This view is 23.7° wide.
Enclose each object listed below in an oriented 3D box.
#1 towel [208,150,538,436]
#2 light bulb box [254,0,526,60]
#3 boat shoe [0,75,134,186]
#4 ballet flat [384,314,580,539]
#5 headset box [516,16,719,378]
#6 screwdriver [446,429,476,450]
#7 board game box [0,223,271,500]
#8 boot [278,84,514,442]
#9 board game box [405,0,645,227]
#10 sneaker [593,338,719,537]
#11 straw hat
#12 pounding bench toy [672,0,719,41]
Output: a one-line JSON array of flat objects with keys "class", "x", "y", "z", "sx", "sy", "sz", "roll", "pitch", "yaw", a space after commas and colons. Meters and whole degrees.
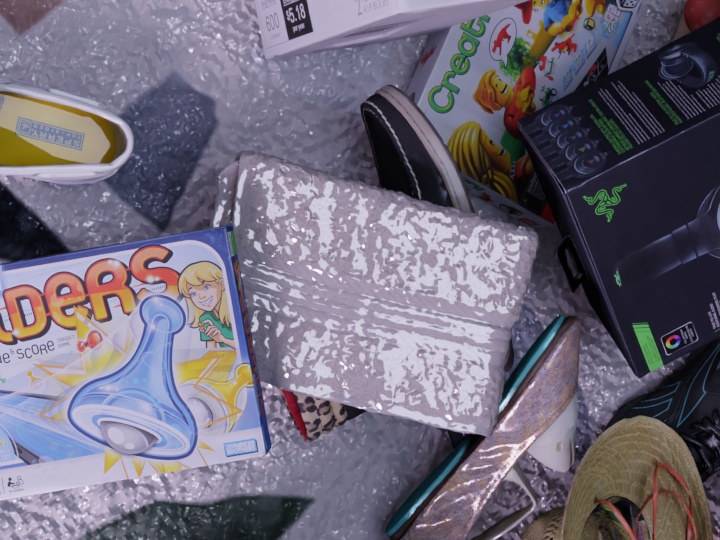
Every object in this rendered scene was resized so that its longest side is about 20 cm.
[{"class": "towel", "x": 0.000, "y": 0.013, "z": 1.025, "sx": 0.199, "sy": 0.034, "sz": 0.133, "roll": 14, "pitch": 91, "yaw": -4}, {"class": "light bulb box", "x": 0.014, "y": -0.245, "z": 1.030, "sx": 0.124, "sy": 0.198, "sz": 0.201, "roll": -12, "pitch": 93, "yaw": -25}, {"class": "boat shoe", "x": -0.225, "y": -0.085, "z": 0.982, "sx": 0.201, "sy": 0.086, "sz": 0.075, "roll": 12, "pitch": 85, "yaw": -24}, {"class": "ballet flat", "x": 0.096, "y": 0.117, "z": 1.098, "sx": 0.067, "sy": 0.068, "sz": 0.200, "roll": 37, "pitch": 111, "yaw": 1}, {"class": "headset box", "x": 0.216, "y": -0.050, "z": 1.113, "sx": 0.199, "sy": 0.093, "sz": 0.174, "roll": -26, "pitch": 128, "yaw": 1}, {"class": "screwdriver", "x": 0.048, "y": 0.033, "z": 1.137, "sx": 0.029, "sy": 0.028, "sz": 0.201, "roll": -26, "pitch": 100, "yaw": -51}, {"class": "board game box", "x": -0.161, "y": 0.056, "z": 0.993, "sx": 0.199, "sy": 0.034, "sz": 0.136, "roll": -10, "pitch": 93, "yaw": 3}, {"class": "boot", "x": 0.000, "y": 0.000, "z": 1.077, "sx": 0.150, "sy": 0.073, "sz": 0.201, "roll": -24, "pitch": 108, "yaw": -11}, {"class": "board game box", "x": 0.111, "y": -0.147, "z": 1.161, "sx": 0.126, "sy": 0.035, "sz": 0.201, "roll": 27, "pitch": 79, "yaw": -21}, {"class": "sneaker", "x": 0.234, "y": 0.104, "z": 1.190, "sx": 0.075, "sy": 0.079, "sz": 0.200, "roll": 46, "pitch": 74, "yaw": -17}, {"class": "straw hat", "x": 0.149, "y": 0.192, "z": 1.115, "sx": 0.201, "sy": 0.085, "sz": 0.202, "roll": 11, "pitch": 76, "yaw": -51}, {"class": "pounding bench toy", "x": 0.329, "y": -0.217, "z": 1.211, "sx": 0.156, "sy": 0.124, "sz": 0.201, "roll": 27, "pitch": 79, "yaw": -21}]
